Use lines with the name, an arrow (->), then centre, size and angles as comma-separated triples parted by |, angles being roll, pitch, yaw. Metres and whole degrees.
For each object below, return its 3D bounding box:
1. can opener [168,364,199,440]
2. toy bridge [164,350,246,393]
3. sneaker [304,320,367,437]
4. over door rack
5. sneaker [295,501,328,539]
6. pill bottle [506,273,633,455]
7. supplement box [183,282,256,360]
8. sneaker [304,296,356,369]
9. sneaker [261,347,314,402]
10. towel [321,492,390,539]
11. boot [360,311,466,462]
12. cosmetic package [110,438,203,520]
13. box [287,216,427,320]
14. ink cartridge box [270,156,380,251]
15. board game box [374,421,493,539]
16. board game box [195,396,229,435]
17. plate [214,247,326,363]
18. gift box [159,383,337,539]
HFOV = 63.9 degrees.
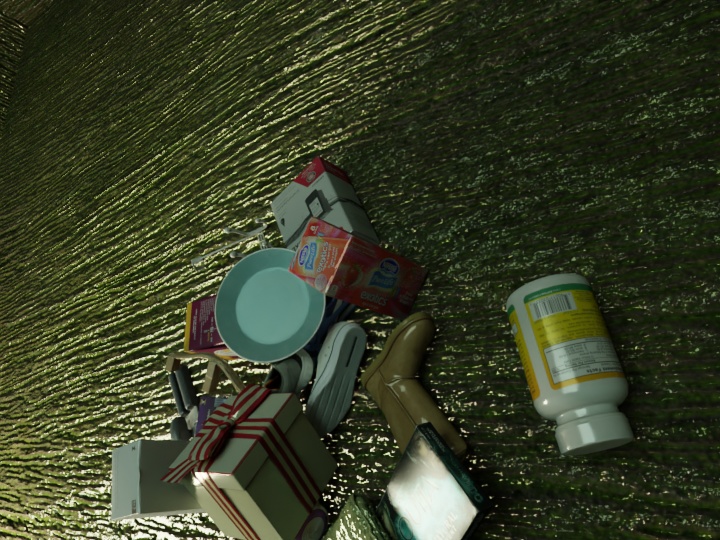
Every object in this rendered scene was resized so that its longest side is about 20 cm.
can opener -> -0.370, 0.283, 1.210 | 0.053, 0.066, 0.200 | -46, 46, 19
toy bridge -> -0.270, 0.191, 1.057 | 0.199, 0.027, 0.068 | 22, 104, 21
sneaker -> -0.047, 0.182, 0.982 | 0.071, 0.073, 0.201 | 17, 83, 63
over door rack -> -0.271, -0.008, 1.205 | 0.199, 0.067, 0.148 | -30, 56, 12
sneaker -> -0.123, 0.452, 0.946 | 0.201, 0.075, 0.100 | -59, 35, 0
pill bottle -> 0.258, 0.116, 0.711 | 0.112, 0.113, 0.201 | -27, 58, 29
supplement box -> -0.224, 0.103, 1.107 | 0.199, 0.131, 0.104 | -17, 66, 35
sneaker -> -0.075, 0.086, 1.021 | 0.074, 0.082, 0.201 | 34, 99, 40
sneaker -> -0.142, 0.226, 1.007 | 0.074, 0.079, 0.201 | 31, 118, 40
towel -> 0.012, 0.444, 0.832 | 0.200, 0.036, 0.149 | 51, 121, 39
boot -> 0.098, 0.189, 0.855 | 0.176, 0.066, 0.200 | -57, 46, 25
cosmetic package -> -0.305, 0.346, 0.962 | 0.081, 0.200, 0.114 | -25, 60, 31
box -> 0.000, 0.000, 0.909 | 0.102, 0.199, 0.095 | 28, 94, 43
ink cartridge box -> -0.070, -0.087, 1.078 | 0.145, 0.083, 0.201 | -40, 53, 21
board game box -> 0.089, 0.322, 0.778 | 0.135, 0.028, 0.201 | 49, 133, 40
board game box -> -0.246, 0.340, 1.087 | 0.164, 0.057, 0.201 | -10, 68, 36
plate -> -0.152, 0.059, 0.984 | 0.199, 0.026, 0.202 | -4, 71, 11
gift box -> -0.183, 0.307, 0.914 | 0.199, 0.188, 0.185 | -13, 25, 33
